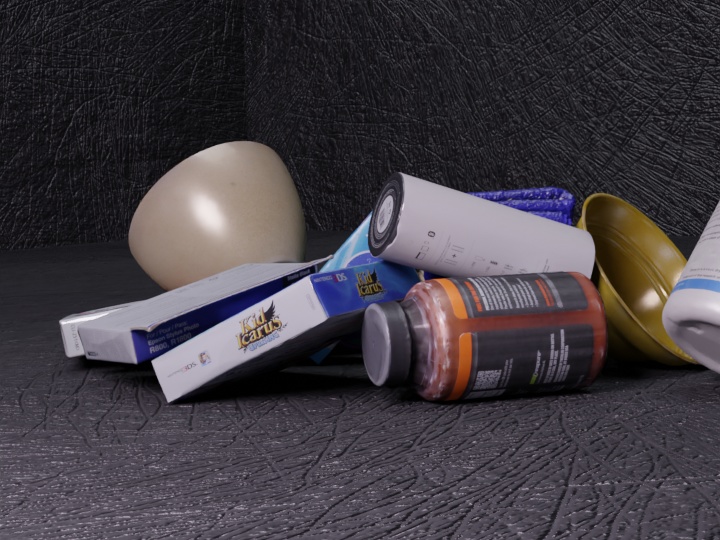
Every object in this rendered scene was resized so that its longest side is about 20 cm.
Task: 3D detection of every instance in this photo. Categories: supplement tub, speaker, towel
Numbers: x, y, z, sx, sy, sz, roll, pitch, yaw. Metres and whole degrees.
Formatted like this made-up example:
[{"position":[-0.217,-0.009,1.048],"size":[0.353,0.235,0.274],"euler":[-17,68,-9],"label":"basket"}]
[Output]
[{"position":[0.105,0.057,1.162],"size":[0.199,0.107,0.107],"euler":[-3,5,-19],"label":"supplement tub"},{"position":[0.113,-0.024,1.236],"size":[0.199,0.081,0.081],"euler":[15,-1,-18],"label":"speaker"},{"position":[0.135,0.009,1.349],"size":[0.147,0.200,0.050],"euler":[-6,43,-10],"label":"towel"},{"position":[0.361,-0.011,1.176],"size":[0.132,0.200,0.132],"euler":[29,-16,9],"label":"supplement tub"}]

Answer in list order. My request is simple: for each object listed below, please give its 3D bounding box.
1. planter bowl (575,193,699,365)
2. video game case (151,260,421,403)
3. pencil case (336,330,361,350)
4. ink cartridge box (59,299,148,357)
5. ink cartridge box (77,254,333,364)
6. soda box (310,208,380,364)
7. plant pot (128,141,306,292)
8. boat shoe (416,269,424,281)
[{"position":[0.261,0.028,1.338],"size":[0.083,0.201,0.200],"euler":[-41,-19,32],"label":"planter bowl"},{"position":[-0.061,0.050,1.219],"size":[0.181,0.046,0.200],"euler":[-30,-9,26],"label":"video game case"},{"position":[-0.042,0.040,1.537],"size":[0.092,0.085,0.200],"euler":[-28,16,-21],"label":"pencil case"},{"position":[-0.230,0.053,1.459],"size":[0.173,0.044,0.200],"euler":[-12,2,-8],"label":"ink cartridge box"},{"position":[-0.144,0.038,1.270],"size":[0.199,0.041,0.200],"euler":[-21,8,-27],"label":"ink cartridge box"},{"position":[0.000,0.000,1.394],"size":[0.064,0.200,0.068],"euler":[41,5,-2],"label":"soda box"},{"position":[-0.137,-0.024,1.497],"size":[0.200,0.201,0.135],"euler":[-6,48,-44],"label":"plant pot"},{"position":[0.158,-0.011,1.413],"size":[0.199,0.065,0.071],"euler":[-4,49,-24],"label":"boat shoe"}]
